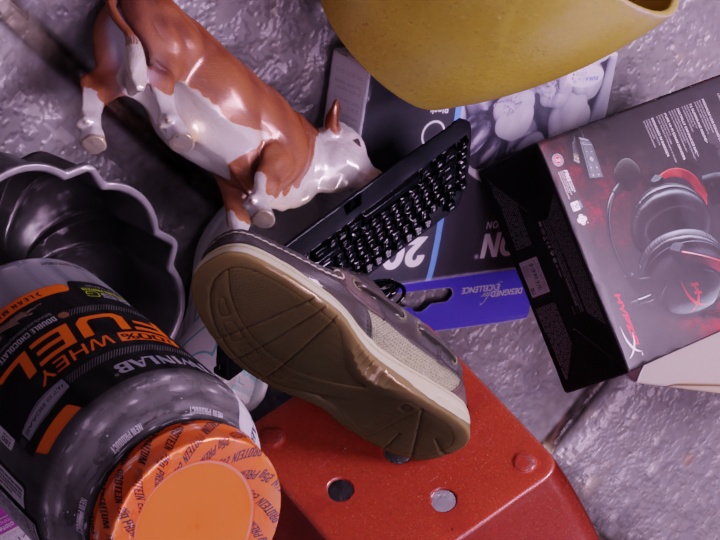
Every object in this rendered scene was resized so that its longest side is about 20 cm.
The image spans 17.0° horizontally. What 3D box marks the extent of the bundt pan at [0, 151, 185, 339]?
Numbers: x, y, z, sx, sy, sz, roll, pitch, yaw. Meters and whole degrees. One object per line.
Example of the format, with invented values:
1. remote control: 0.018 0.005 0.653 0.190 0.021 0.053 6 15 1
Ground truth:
1. bundt pan: -0.200 0.022 1.314 0.201 0.076 0.203 -17 123 -29

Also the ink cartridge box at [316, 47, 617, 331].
1. ink cartridge box: 0.058 -0.043 1.495 0.197 0.043 0.201 -7 117 -35

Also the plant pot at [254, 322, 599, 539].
1. plant pot: 0.024 0.151 1.433 0.199 0.200 0.177 -32 148 -19

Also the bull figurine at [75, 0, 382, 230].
1. bull figurine: -0.074 -0.076 1.332 0.200 0.122 0.065 36 127 -25

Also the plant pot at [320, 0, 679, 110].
1. plant pot: 0.059 -0.173 1.350 0.142 0.201 0.200 -42 136 23

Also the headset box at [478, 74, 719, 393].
1. headset box: 0.192 -0.031 1.483 0.199 0.075 0.149 -20 88 -31

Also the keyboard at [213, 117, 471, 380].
1. keyboard: 0.000 0.000 1.372 0.200 0.040 0.104 -36 153 -29

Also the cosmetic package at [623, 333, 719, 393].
1. cosmetic package: 0.236 0.033 1.626 0.199 0.103 0.073 8 108 -38

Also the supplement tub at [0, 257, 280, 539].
1. supplement tub: -0.131 0.084 1.213 0.122 0.200 0.123 -17 122 -30

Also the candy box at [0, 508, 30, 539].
1. candy box: -0.181 0.198 1.380 0.136 0.061 0.200 -26 152 -24

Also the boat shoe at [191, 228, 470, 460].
1. boat shoe: -0.014 0.032 1.312 0.072 0.066 0.201 -30 129 32

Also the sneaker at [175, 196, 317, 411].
1. sneaker: -0.074 0.039 1.414 0.070 0.080 0.201 31 88 -41
